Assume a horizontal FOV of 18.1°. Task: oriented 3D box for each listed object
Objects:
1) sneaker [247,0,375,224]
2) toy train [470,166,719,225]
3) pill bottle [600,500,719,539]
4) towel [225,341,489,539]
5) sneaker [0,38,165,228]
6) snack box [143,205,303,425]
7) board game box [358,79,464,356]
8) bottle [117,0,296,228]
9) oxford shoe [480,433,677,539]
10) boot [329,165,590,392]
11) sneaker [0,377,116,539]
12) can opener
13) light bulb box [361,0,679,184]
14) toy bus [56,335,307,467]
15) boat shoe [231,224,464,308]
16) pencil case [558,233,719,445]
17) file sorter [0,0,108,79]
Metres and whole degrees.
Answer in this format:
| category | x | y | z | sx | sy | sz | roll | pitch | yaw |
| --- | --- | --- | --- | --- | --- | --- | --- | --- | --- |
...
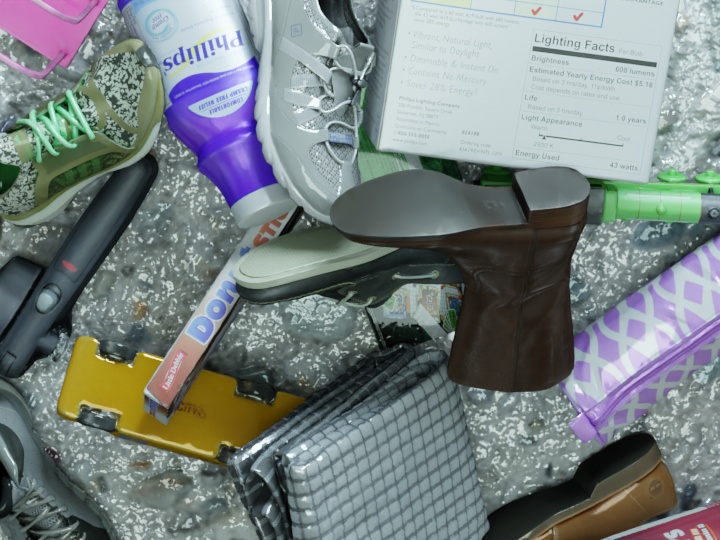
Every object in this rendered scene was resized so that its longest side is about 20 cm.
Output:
| category | x | y | z | sx | sy | sz | roll | pitch | yaw |
| --- | --- | --- | --- | --- | --- | --- | --- | --- | --- |
| sneaker | -0.026 | -0.131 | 1.564 | 0.082 | 0.075 | 0.201 | -17 | 81 | 34 |
| toy train | 0.180 | -0.053 | 1.666 | 0.199 | 0.056 | 0.042 | 2 | 105 | 0 |
| pill bottle | 0.219 | 0.245 | 1.686 | 0.200 | 0.110 | 0.110 | -15 | 106 | -20 |
| towel | 0.000 | 0.166 | 1.654 | 0.085 | 0.200 | 0.166 | 10 | 121 | 40 |
| sneaker | -0.216 | -0.091 | 1.602 | 0.200 | 0.089 | 0.077 | -40 | 75 | 32 |
| snack box | -0.095 | 0.017 | 1.633 | 0.024 | 0.072 | 0.200 | 32 | 76 | 2 |
| board game box | 0.030 | -0.045 | 1.685 | 0.105 | 0.023 | 0.200 | -19 | 104 | 6 |
| bottle | -0.103 | -0.129 | 1.604 | 0.083 | 0.065 | 0.200 | -22 | 79 | -4 |
| oxford shoe | 0.151 | 0.204 | 1.729 | 0.200 | 0.071 | 0.071 | -28 | 108 | 6 |
| boot | 0.068 | 0.019 | 1.593 | 0.186 | 0.064 | 0.200 | -3 | 138 | -6 |
| sneaker | -0.253 | 0.182 | 1.697 | 0.075 | 0.116 | 0.200 | -31 | 103 | 8 |
| can opener | -0.214 | -0.005 | 1.674 | 0.079 | 0.063 | 0.200 | 37 | 102 | -9 |
| light bulb box | 0.113 | -0.178 | 1.584 | 0.198 | 0.125 | 0.201 | 7 | 102 | -8 |
| toy bus | -0.123 | 0.106 | 1.691 | 0.200 | 0.078 | 0.065 | 16 | 82 | -4 |
| boat shoe | 0.000 | 0.000 | 1.614 | 0.200 | 0.072 | 0.068 | -14 | 116 | -32 |
| pencil case | 0.234 | 0.047 | 1.677 | 0.200 | 0.086 | 0.084 | -38 | 121 | 11 |
| file sorter | -0.220 | -0.252 | 1.576 | 0.139 | 0.125 | 0.200 | 32 | 103 | -8 |
